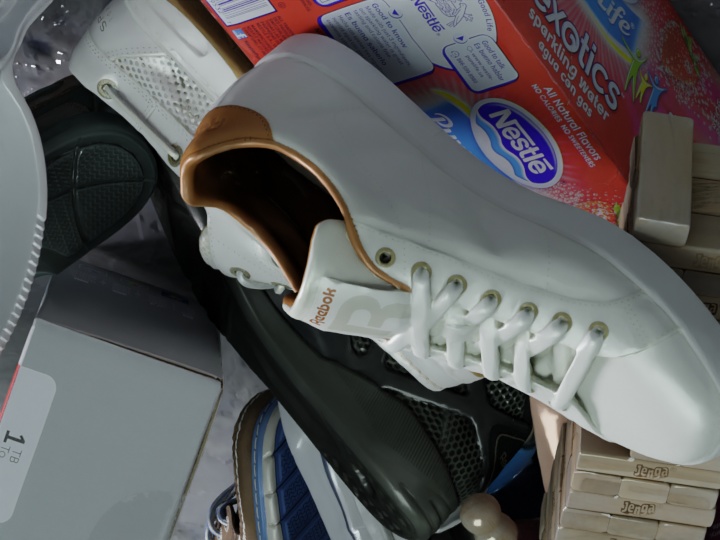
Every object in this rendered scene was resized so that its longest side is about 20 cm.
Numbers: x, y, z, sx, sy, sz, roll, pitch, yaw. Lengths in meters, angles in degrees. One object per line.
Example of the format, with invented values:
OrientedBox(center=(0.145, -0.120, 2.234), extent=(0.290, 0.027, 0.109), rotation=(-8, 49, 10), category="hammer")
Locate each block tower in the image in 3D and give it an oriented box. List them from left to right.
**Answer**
OrientedBox(center=(0.104, 0.041, 0.893), extent=(0.058, 0.054, 0.200), rotation=(7, 134, 0), category="block tower")

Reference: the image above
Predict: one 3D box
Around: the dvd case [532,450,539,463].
OrientedBox(center=(0.087, 0.129, 1.186), extent=(0.148, 0.016, 0.200), rotation=(18, 141, 2), category="dvd case")

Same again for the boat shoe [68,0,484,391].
OrientedBox(center=(-0.030, -0.025, 0.970), extent=(0.069, 0.071, 0.200), rotation=(-42, 85, 19), category="boat shoe")

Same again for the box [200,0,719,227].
OrientedBox(center=(0.039, -0.082, 0.898), extent=(0.100, 0.096, 0.200), rotation=(-15, 129, 34), category="box")

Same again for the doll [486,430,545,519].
OrientedBox(center=(0.099, 0.107, 1.104), extent=(0.200, 0.048, 0.137), rotation=(-15, 115, 30), category="doll")

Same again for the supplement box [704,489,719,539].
OrientedBox(center=(0.193, 0.101, 0.957), extent=(0.110, 0.200, 0.086), rotation=(39, 132, -22), category="supplement box")

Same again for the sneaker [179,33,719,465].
OrientedBox(center=(0.027, 0.011, 0.818), extent=(0.200, 0.085, 0.073), rotation=(35, 138, 14), category="sneaker")

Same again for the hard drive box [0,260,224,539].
OrientedBox(center=(-0.116, 0.088, 1.038), extent=(0.077, 0.156, 0.200), rotation=(20, -176, -7), category="hard drive box")

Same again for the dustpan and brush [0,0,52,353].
OrientedBox(center=(-0.156, -0.056, 0.947), extent=(0.139, 0.200, 0.057), rotation=(37, 156, -21), category="dustpan and brush")

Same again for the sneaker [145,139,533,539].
OrientedBox(center=(0.000, 0.000, 1.036), extent=(0.200, 0.114, 0.076), rotation=(49, 162, 11), category="sneaker")

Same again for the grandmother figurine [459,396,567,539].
OrientedBox(center=(0.096, 0.086, 1.011), extent=(0.121, 0.061, 0.200), rotation=(-14, 120, -10), category="grandmother figurine")

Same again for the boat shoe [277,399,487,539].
OrientedBox(center=(0.025, 0.098, 1.081), extent=(0.065, 0.074, 0.200), rotation=(-17, 94, 34), category="boat shoe")

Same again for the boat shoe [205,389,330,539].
OrientedBox(center=(-0.035, 0.129, 1.192), extent=(0.072, 0.072, 0.200), rotation=(19, 137, 34), category="boat shoe")

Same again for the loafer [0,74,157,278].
OrientedBox(center=(-0.174, -0.010, 1.028), extent=(0.200, 0.063, 0.072), rotation=(-29, 131, 2), category="loafer")
